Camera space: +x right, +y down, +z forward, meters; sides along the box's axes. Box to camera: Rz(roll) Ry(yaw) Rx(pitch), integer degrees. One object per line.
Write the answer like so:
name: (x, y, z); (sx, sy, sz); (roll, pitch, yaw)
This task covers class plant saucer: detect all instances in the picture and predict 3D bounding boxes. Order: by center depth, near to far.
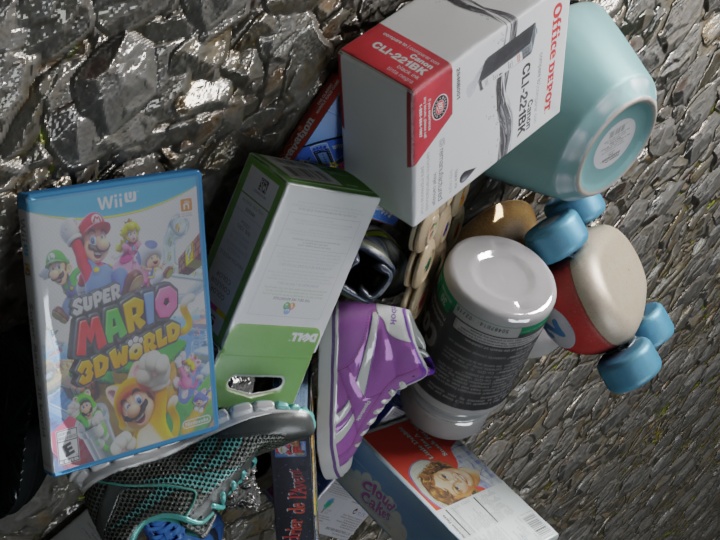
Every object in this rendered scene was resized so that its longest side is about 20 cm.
plant saucer: (0.133, 0.015, 1.482); (0.200, 0.035, 0.201); (-35, 149, -25)

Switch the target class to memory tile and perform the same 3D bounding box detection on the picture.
memory tile: (0.077, -0.058, 1.268); (0.201, 0.017, 0.154); (95, 19, -49)

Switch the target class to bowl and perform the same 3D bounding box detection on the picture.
bowl: (0.212, -0.148, 1.321); (0.200, 0.105, 0.201); (-33, 148, -25)

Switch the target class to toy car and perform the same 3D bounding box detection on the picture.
toy car: (0.191, 0.043, 1.413); (0.199, 0.185, 0.177); (-27, -171, 28)

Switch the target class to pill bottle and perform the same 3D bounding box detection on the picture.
pill bottle: (0.110, 0.071, 1.341); (0.113, 0.113, 0.201); (-25, 149, -37)

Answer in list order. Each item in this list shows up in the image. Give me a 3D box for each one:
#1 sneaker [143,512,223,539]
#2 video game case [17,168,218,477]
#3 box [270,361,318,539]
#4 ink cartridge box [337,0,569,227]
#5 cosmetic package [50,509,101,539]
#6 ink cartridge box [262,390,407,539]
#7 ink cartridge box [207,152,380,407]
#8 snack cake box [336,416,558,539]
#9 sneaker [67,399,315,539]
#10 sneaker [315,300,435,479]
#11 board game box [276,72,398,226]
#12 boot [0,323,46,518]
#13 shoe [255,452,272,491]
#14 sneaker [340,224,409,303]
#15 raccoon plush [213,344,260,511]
sneaker: (-0.173, 0.233, 1.261); (0.065, 0.079, 0.200); (-7, 151, 9)
video game case: (-0.171, 0.035, 0.980); (0.143, 0.018, 0.201); (-12, 105, -38)
box: (-0.061, 0.198, 1.285); (0.037, 0.137, 0.201); (-2, 119, -1)
ink cartridge box: (0.080, -0.155, 1.121); (0.200, 0.084, 0.145); (-39, 146, -30)
cosmetic package: (-0.280, 0.317, 1.227); (0.200, 0.081, 0.113); (-42, 153, -14)
ink cartridge box: (-0.001, 0.187, 1.462); (0.200, 0.076, 0.136); (-49, 151, 4)
ink cartridge box: (-0.072, 0.011, 1.099); (0.103, 0.059, 0.201); (6, 113, -45)
snack cake box: (0.084, 0.237, 1.357); (0.115, 0.200, 0.067); (-13, 135, -43)
sneaker: (-0.125, 0.164, 1.075); (0.199, 0.092, 0.078); (-17, 168, -10)
sneaker: (0.013, 0.121, 1.293); (0.113, 0.073, 0.201); (1, 125, -4)
board game box: (0.004, -0.100, 1.176); (0.103, 0.019, 0.200); (-56, 151, 10)
boot: (-0.218, 0.093, 1.056); (0.162, 0.073, 0.199); (-24, 145, -48)
shoe: (-0.121, 0.188, 1.318); (0.070, 0.053, 0.200); (-47, 152, -2)
sneaker: (0.000, 0.000, 1.228); (0.074, 0.081, 0.200); (-53, 152, 10)
raccoon plush: (-0.105, 0.109, 1.157); (0.097, 0.134, 0.201); (8, 119, -57)
